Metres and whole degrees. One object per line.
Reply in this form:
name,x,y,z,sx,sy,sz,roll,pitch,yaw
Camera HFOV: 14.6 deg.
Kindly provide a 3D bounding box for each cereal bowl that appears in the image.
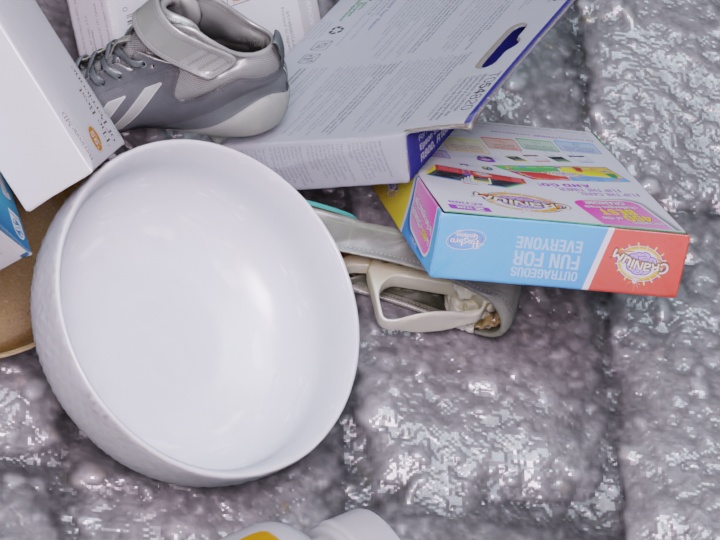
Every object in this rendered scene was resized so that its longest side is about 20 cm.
cereal bowl,-0.104,0.032,1.611,0.200,0.083,0.200,13,65,-30

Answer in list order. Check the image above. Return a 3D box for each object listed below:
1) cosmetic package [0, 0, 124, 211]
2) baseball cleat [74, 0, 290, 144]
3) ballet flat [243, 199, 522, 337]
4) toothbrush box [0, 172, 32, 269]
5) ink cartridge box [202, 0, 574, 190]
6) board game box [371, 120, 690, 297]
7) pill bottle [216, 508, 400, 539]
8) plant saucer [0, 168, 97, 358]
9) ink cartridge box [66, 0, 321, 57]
cosmetic package,-0.210,-0.136,1.564,0.200,0.051,0.083,58,16,-8
baseball cleat,-0.143,-0.120,1.649,0.200,0.107,0.070,-6,46,-1
ballet flat,0.000,0.000,1.692,0.200,0.067,0.064,11,64,-6
toothbrush box,-0.289,-0.071,1.576,0.146,0.085,0.200,-26,59,9
ink cartridge box,0.031,-0.115,1.711,0.200,0.041,0.200,-3,31,36
board game box,0.094,-0.042,1.690,0.153,0.040,0.200,5,19,-14
pill bottle,-0.069,0.201,1.498,0.200,0.113,0.113,-22,63,-27
plant saucer,-0.245,-0.020,1.661,0.200,0.035,0.200,7,53,-9
ink cartridge box,-0.112,-0.212,1.751,0.045,0.200,0.176,3,20,42
